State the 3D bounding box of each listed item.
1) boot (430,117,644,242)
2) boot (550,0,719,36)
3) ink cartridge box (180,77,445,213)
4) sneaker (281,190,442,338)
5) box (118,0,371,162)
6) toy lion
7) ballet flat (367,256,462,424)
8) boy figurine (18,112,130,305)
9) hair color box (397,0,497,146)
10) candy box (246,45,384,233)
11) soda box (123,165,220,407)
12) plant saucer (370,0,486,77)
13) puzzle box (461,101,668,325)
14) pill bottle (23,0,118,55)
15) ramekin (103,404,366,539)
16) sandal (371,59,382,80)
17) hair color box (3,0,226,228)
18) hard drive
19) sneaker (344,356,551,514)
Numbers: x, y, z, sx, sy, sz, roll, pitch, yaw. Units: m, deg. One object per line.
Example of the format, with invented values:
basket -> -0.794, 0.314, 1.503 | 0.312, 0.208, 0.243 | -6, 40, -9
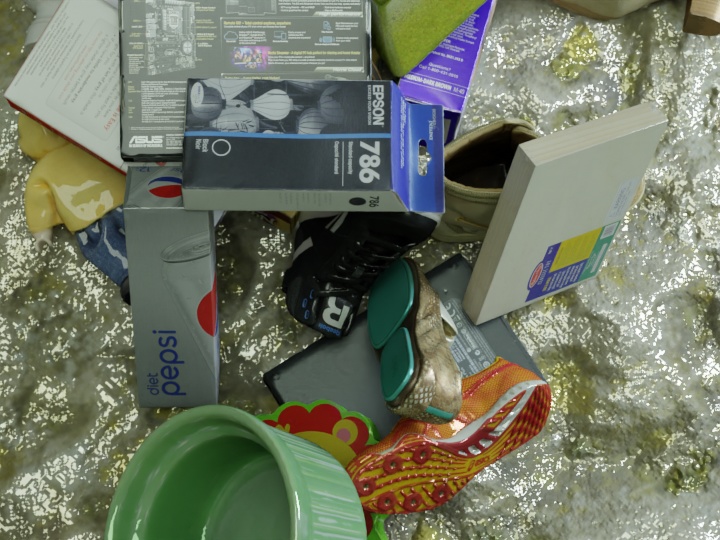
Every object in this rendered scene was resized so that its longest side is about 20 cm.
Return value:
boot -> 0.150, -0.079, 1.416 | 0.200, 0.155, 0.073 | -6, 75, -4
boot -> 0.249, -0.297, 1.527 | 0.201, 0.071, 0.144 | 14, 70, -2
ink cartridge box -> -0.034, -0.095, 1.290 | 0.200, 0.039, 0.100 | 0, 64, -3
sneaker -> 0.000, 0.000, 1.380 | 0.073, 0.200, 0.112 | 18, 78, -22
box -> -0.091, -0.167, 1.351 | 0.200, 0.044, 0.161 | -2, 88, -7
toy lion -> -0.053, 0.210, 1.370 | 0.200, 0.069, 0.192 | -33, 72, 5
ballet flat -> 0.046, 0.060, 1.361 | 0.065, 0.200, 0.071 | 31, 117, -19
boy figurine -> -0.233, -0.065, 1.447 | 0.124, 0.064, 0.200 | -38, 80, -10
hair color box -> 0.081, -0.215, 1.473 | 0.065, 0.109, 0.200 | 14, 76, 2
candy box -> -0.064, -0.148, 1.479 | 0.117, 0.056, 0.200 | 26, 75, 5
soda box -> -0.149, 0.015, 1.365 | 0.068, 0.200, 0.063 | 0, 35, -2
plant saucer -> 0.051, -0.294, 1.420 | 0.200, 0.048, 0.200 | -41, 50, 13
puzzle box -> 0.160, -0.043, 1.373 | 0.133, 0.200, 0.025 | -20, 58, -27
pill bottle -> -0.232, -0.275, 1.479 | 0.104, 0.104, 0.200 | 12, 76, 1
ramekin -> -0.090, 0.207, 1.277 | 0.200, 0.098, 0.200 | -13, 69, 38
sandal -> -0.047, -0.212, 1.439 | 0.200, 0.082, 0.055 | 44, 56, 16
hair color box -> -0.175, -0.131, 1.394 | 0.200, 0.064, 0.111 | 32, 86, -3
hard drive -> 0.037, 0.095, 1.432 | 0.200, 0.033, 0.140 | -31, 79, -9
sneaker -> 0.061, 0.133, 1.354 | 0.200, 0.073, 0.077 | -23, 33, -32
